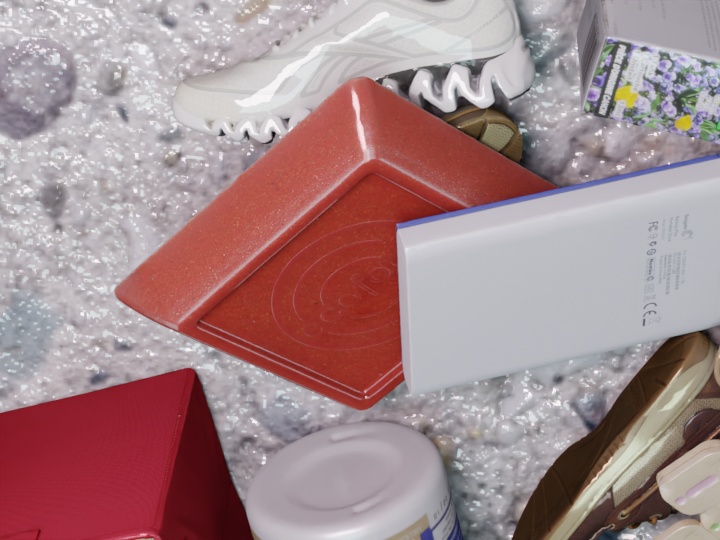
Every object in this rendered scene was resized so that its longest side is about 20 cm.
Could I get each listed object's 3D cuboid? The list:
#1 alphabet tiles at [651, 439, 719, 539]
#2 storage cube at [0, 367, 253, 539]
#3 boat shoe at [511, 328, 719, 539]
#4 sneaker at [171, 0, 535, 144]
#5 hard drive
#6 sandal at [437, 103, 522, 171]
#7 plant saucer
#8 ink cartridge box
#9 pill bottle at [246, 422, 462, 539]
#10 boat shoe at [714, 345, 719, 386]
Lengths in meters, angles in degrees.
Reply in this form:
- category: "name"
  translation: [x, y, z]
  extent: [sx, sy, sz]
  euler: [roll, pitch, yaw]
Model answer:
- category: "alphabet tiles"
  translation: [0.269, 0.142, 1.437]
  extent: [0.196, 0.015, 0.200]
  euler: [-38, 130, 21]
- category: "storage cube"
  translation: [-0.164, 0.188, 1.432]
  extent: [0.200, 0.180, 0.171]
  euler: [-14, 117, 12]
- category: "boat shoe"
  translation: [0.164, 0.126, 1.441]
  extent: [0.072, 0.072, 0.200]
  euler: [33, 109, -12]
- category: "sneaker"
  translation: [-0.008, -0.120, 1.321]
  extent: [0.200, 0.075, 0.081]
  euler: [-11, 107, 3]
- category: "hard drive"
  translation: [0.120, 0.002, 1.346]
  extent: [0.200, 0.025, 0.132]
  euler: [-12, 141, -7]
- category: "sandal"
  translation: [-0.004, -0.046, 1.363]
  extent: [0.200, 0.054, 0.080]
  euler: [-28, 140, 11]
- category: "plant saucer"
  translation: [0.000, 0.000, 1.346]
  extent: [0.200, 0.037, 0.200]
  euler: [-40, 136, 24]
- category: "ink cartridge box"
  translation: [0.218, -0.104, 1.287]
  extent: [0.200, 0.109, 0.050]
  euler: [13, 119, -4]
- category: "pill bottle"
  translation: [0.011, 0.204, 1.455]
  extent: [0.119, 0.120, 0.200]
  euler: [-11, 118, 9]
- category: "boat shoe"
  translation: [0.265, -0.008, 1.344]
  extent: [0.064, 0.071, 0.200]
  euler: [7, 119, -35]
